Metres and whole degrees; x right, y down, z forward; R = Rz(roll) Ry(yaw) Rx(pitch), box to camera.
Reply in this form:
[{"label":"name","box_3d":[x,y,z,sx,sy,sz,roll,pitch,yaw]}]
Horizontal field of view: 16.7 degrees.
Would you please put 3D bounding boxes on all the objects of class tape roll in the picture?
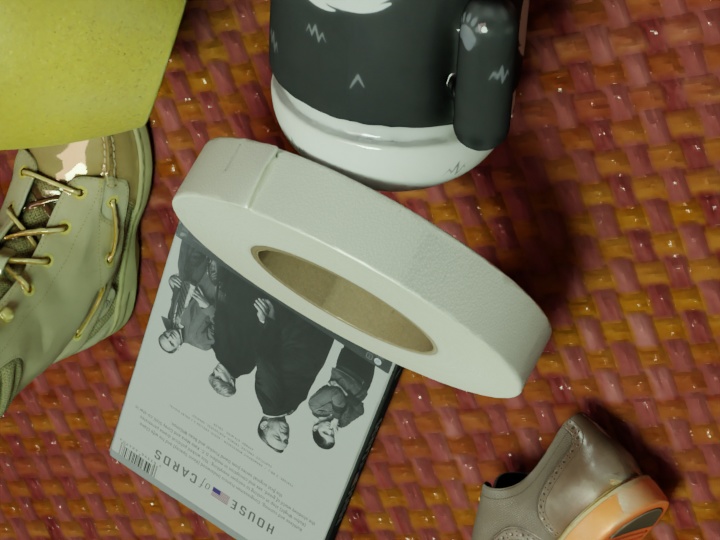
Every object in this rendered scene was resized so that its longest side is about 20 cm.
[{"label":"tape roll","box_3d":[0.000,0.000,1.231,0.203,0.037,0.203,28,169,6]}]

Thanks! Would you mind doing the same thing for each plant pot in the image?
[{"label":"plant pot","box_3d":[-0.162,-0.141,1.247,0.142,0.200,0.200,18,132,-8]}]

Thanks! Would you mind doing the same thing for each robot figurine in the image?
[{"label":"robot figurine","box_3d":[0.021,-0.134,1.151,0.125,0.150,0.200,9,124,8]}]

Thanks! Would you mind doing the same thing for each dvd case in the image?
[{"label":"dvd case","box_3d":[-0.062,0.074,1.410,0.150,0.025,0.200,33,133,13]}]

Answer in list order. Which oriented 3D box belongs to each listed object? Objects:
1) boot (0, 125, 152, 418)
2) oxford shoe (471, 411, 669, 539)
[{"label":"boot","box_3d":[-0.188,-0.014,1.350,0.073,0.155,0.200,23,129,21]},{"label":"oxford shoe","box_3d":[0.090,0.150,1.334,0.073,0.071,0.200,57,132,19]}]
